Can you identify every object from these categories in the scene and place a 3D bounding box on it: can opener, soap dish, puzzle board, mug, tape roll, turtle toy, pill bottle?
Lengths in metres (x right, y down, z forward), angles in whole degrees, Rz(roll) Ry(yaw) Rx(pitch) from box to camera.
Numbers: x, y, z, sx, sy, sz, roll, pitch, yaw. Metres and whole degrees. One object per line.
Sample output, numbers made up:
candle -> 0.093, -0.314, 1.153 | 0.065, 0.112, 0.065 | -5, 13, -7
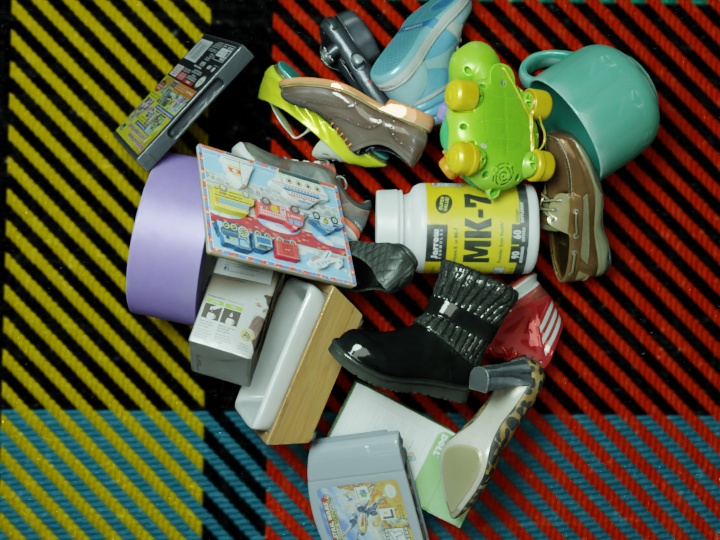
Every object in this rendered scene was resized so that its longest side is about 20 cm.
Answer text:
can opener -> 0.010, -0.243, 1.307 | 0.078, 0.063, 0.201 | -30, 88, -3
soap dish -> -0.076, 0.110, 1.251 | 0.081, 0.157, 0.201 | 24, 87, -17
puzzle board -> -0.095, -0.064, 1.177 | 0.199, 0.017, 0.151 | 15, 51, -36
mug -> 0.291, -0.217, 1.266 | 0.114, 0.152, 0.186 | -33, 89, -5
tape roll -> -0.214, -0.038, 1.226 | 0.084, 0.200, 0.201 | 11, 87, -1
turtle toy -> 0.151, -0.183, 1.228 | 0.145, 0.101, 0.201 | 3, 81, -27
pill bottle -> 0.118, -0.053, 1.276 | 0.199, 0.114, 0.115 | 0, 87, -1

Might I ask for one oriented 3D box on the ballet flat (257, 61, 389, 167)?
ballet flat -> -0.053, -0.185, 1.310 | 0.200, 0.067, 0.067 | 42, 109, 4

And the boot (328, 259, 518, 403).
boot -> 0.075, 0.059, 1.186 | 0.210, 0.079, 0.159 | 15, 105, -34

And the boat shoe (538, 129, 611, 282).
boat shoe -> 0.259, -0.073, 1.267 | 0.073, 0.076, 0.201 | -23, 111, -12

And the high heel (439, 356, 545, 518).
high heel -> 0.171, 0.206, 1.246 | 0.071, 0.142, 0.201 | 23, 106, 40

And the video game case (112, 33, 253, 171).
video game case -> -0.222, -0.211, 1.240 | 0.181, 0.200, 0.025 | -48, 116, -2

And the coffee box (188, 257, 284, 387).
coffee box -> -0.140, 0.025, 1.237 | 0.079, 0.113, 0.201 | 16, 66, 0

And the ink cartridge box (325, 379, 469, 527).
ink cartridge box -> 0.058, 0.231, 1.288 | 0.199, 0.059, 0.104 | 27, 87, 0

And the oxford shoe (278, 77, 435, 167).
oxford shoe -> -0.013, -0.184, 1.239 | 0.199, 0.071, 0.073 | 19, 91, 10

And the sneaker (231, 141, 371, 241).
sneaker -> -0.073, -0.112, 1.305 | 0.200, 0.077, 0.082 | 36, 71, -6

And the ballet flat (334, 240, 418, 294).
ballet flat -> 0.000, 0.000, 1.233 | 0.057, 0.200, 0.067 | -38, 103, -24

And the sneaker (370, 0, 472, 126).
sneaker -> 0.102, -0.264, 1.311 | 0.200, 0.079, 0.131 | -52, 122, -25

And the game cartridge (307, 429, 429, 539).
game cartridge -> 0.008, 0.296, 1.254 | 0.132, 0.042, 0.201 | -12, 109, 11

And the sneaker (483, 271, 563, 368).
sneaker -> 0.174, 0.102, 1.288 | 0.200, 0.078, 0.116 | -37, 87, -1
